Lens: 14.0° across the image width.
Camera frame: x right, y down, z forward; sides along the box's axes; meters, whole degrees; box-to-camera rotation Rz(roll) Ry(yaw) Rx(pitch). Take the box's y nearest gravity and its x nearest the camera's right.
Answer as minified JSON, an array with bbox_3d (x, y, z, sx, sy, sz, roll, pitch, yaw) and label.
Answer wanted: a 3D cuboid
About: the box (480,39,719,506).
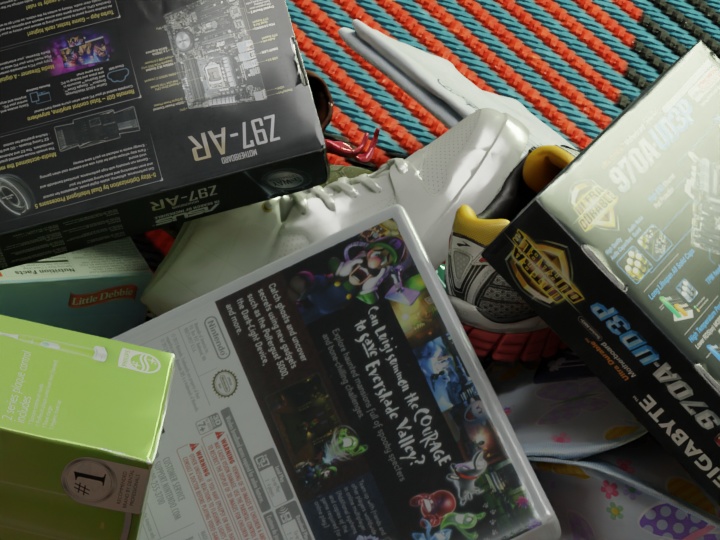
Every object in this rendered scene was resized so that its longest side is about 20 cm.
[{"bbox_3d":[0.163,-0.004,1.356,0.159,0.046,0.200,46,38,0],"label":"box"}]

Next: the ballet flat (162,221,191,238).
[{"bbox_3d":[-0.107,-0.051,1.489,0.199,0.068,0.046,20,-4,-2],"label":"ballet flat"}]

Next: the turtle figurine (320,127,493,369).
[{"bbox_3d":[0.000,0.000,1.535,0.200,0.101,0.149,39,38,26],"label":"turtle figurine"}]

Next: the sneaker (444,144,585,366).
[{"bbox_3d":[0.119,-0.027,1.422,0.078,0.083,0.200,20,37,38],"label":"sneaker"}]

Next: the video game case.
[{"bbox_3d":[-0.027,0.081,1.340,0.181,0.023,0.200,-25,51,0],"label":"video game case"}]

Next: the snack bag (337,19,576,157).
[{"bbox_3d":[0.101,-0.071,1.676,0.188,0.021,0.200,40,12,34],"label":"snack bag"}]

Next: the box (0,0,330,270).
[{"bbox_3d":[-0.129,-0.096,1.412,0.199,0.044,0.161,-15,69,-3],"label":"box"}]

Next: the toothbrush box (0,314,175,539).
[{"bbox_3d":[-0.191,0.094,1.254,0.199,0.146,0.086,14,32,-3],"label":"toothbrush box"}]

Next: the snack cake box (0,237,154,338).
[{"bbox_3d":[-0.217,0.003,1.463,0.199,0.067,0.115,-4,37,-27],"label":"snack cake box"}]

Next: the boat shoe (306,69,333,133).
[{"bbox_3d":[-0.060,-0.087,1.605,0.070,0.071,0.200,-12,8,11],"label":"boat shoe"}]

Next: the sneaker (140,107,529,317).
[{"bbox_3d":[-0.017,-0.030,1.438,0.116,0.200,0.074,44,-6,-7],"label":"sneaker"}]

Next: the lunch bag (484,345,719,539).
[{"bbox_3d":[0.145,0.096,1.397,0.199,0.128,0.170,26,33,9],"label":"lunch bag"}]
